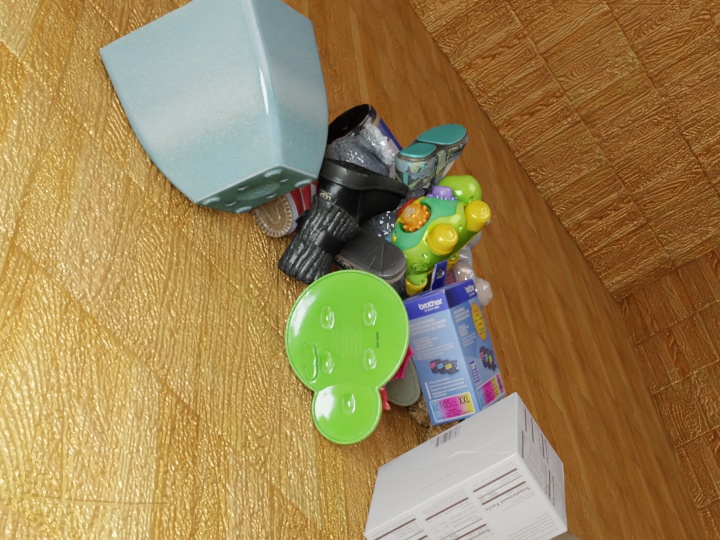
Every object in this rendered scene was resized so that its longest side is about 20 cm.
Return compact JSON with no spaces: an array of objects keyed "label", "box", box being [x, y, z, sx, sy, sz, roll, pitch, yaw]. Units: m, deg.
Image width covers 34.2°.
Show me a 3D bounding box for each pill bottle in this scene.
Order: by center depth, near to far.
[{"label":"pill bottle","box":[0.028,-0.165,1.928,0.200,0.111,0.112,52,18,-24]}]

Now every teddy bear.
[{"label":"teddy bear","box":[0.104,0.180,1.648,0.145,0.066,0.201,38,28,-57]}]

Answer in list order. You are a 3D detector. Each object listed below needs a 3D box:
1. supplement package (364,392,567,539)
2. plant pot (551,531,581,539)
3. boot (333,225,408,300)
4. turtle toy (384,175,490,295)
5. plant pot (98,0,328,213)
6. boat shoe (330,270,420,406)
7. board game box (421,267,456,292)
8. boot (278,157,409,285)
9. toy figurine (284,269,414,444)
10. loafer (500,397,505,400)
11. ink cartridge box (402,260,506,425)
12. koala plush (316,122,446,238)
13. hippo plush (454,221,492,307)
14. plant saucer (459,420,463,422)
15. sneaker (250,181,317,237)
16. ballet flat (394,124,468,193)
[{"label":"supplement package","box":[0.122,0.259,1.335,0.111,0.199,0.156,56,17,-12]},{"label":"plant pot","box":[0.209,0.385,1.461,0.200,0.187,0.187,43,19,-7]},{"label":"boot","box":[0.000,0.000,1.621,0.199,0.073,0.151,32,-27,37]},{"label":"turtle toy","box":[0.109,-0.064,1.641,0.101,0.146,0.200,47,52,10]},{"label":"plant pot","box":[-0.145,-0.180,1.336,0.196,0.195,0.202,12,58,-68]},{"label":"boat shoe","box":[0.018,0.086,1.547,0.202,0.071,0.061,55,21,-7]},{"label":"board game box","box":[0.134,0.094,1.761,0.120,0.032,0.202,179,-102,-73]},{"label":"boot","box":[-0.023,-0.058,1.511,0.079,0.159,0.211,25,10,26]},{"label":"toy figurine","box":[0.008,0.119,1.410,0.184,0.149,0.202,42,44,-68]},{"label":"loafer","box":[0.195,0.194,1.796,0.062,0.072,0.201,7,46,-16]},{"label":"ink cartridge box","box":[0.119,0.091,1.562,0.136,0.076,0.202,-17,89,-68]},{"label":"koala plush","box":[0.015,-0.122,1.733,0.200,0.176,0.185,52,28,-36]},{"label":"hippo plush","box":[0.164,-0.028,1.921,0.200,0.158,0.162,35,72,-49]},{"label":"plant saucer","box":[0.124,0.169,1.747,0.201,0.019,0.070,62,-19,9]},{"label":"sneaker","box":[-0.120,-0.140,1.527,0.201,0.071,0.112,69,21,3]},{"label":"ballet flat","box":[0.099,-0.159,1.690,0.075,0.074,0.200,59,35,-2]}]
